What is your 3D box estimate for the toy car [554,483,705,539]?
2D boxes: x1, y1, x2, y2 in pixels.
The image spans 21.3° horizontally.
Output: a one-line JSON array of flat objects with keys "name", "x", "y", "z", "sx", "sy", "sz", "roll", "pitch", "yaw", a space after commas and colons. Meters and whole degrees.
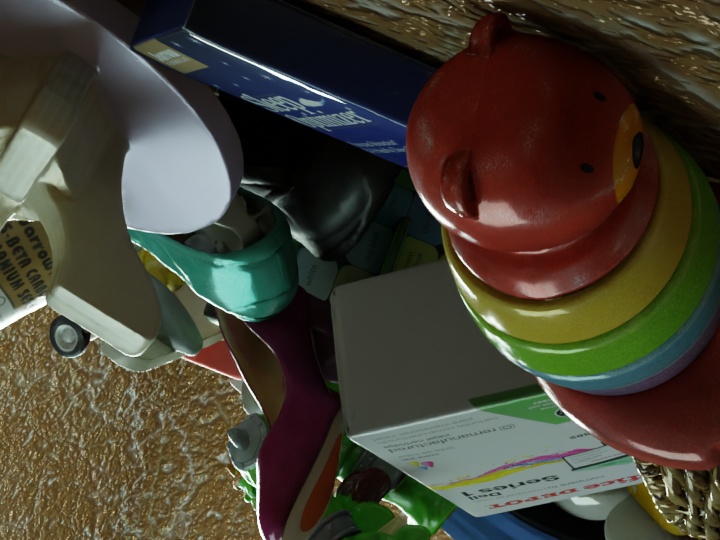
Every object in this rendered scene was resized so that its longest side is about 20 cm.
[{"name": "toy car", "x": 0.193, "y": 0.082, "z": 1.204, "sx": 0.149, "sy": 0.177, "sz": 0.200, "roll": -21, "pitch": -151, "yaw": -17}]

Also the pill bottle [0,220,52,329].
[{"name": "pill bottle", "x": -0.205, "y": -0.034, "z": 1.123, "sx": 0.115, "sy": 0.199, "sz": 0.114, "roll": 59, "pitch": 174, "yaw": 11}]

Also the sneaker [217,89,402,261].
[{"name": "sneaker", "x": -0.046, "y": -0.059, "z": 1.031, "sx": 0.090, "sy": 0.076, "sz": 0.199, "roll": 33, "pitch": 167, "yaw": -26}]

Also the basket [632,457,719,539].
[{"name": "basket", "x": 0.163, "y": 0.051, "z": 0.899, "sx": 0.148, "sy": 0.144, "sz": 0.200, "roll": 19, "pitch": 176, "yaw": 23}]

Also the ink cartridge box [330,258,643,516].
[{"name": "ink cartridge box", "x": 0.089, "y": 0.059, "z": 1.008, "sx": 0.143, "sy": 0.085, "sz": 0.200, "roll": -14, "pitch": 157, "yaw": 18}]

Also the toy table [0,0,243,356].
[{"name": "toy table", "x": -0.161, "y": -0.053, "z": 0.892, "sx": 0.199, "sy": 0.118, "sz": 0.184, "roll": 25, "pitch": 139, "yaw": -3}]

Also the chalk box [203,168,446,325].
[{"name": "chalk box", "x": 0.000, "y": 0.000, "z": 1.157, "sx": 0.123, "sy": 0.126, "sz": 0.200, "roll": 22, "pitch": 177, "yaw": -18}]

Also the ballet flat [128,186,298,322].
[{"name": "ballet flat", "x": -0.112, "y": -0.049, "z": 1.012, "sx": 0.199, "sy": 0.067, "sz": 0.071, "roll": 31, "pitch": 141, "yaw": 20}]

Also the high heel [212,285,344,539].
[{"name": "high heel", "x": -0.053, "y": 0.071, "z": 0.982, "sx": 0.095, "sy": 0.068, "sz": 0.200, "roll": 13, "pitch": -153, "yaw": 4}]

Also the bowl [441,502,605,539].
[{"name": "bowl", "x": 0.116, "y": 0.137, "z": 1.322, "sx": 0.199, "sy": 0.040, "sz": 0.201, "roll": 23, "pitch": -151, "yaw": -14}]

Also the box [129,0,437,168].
[{"name": "box", "x": -0.025, "y": -0.086, "z": 0.824, "sx": 0.199, "sy": 0.033, "sz": 0.121, "roll": 23, "pitch": 175, "yaw": -17}]

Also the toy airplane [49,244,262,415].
[{"name": "toy airplane", "x": -0.107, "y": 0.014, "z": 1.308, "sx": 0.197, "sy": 0.142, "sz": 0.200, "roll": 5, "pitch": -158, "yaw": -25}]

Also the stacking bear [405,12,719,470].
[{"name": "stacking bear", "x": 0.081, "y": -0.019, "z": 0.718, "sx": 0.113, "sy": 0.122, "sz": 0.200, "roll": 10, "pitch": 162, "yaw": 29}]

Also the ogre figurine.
[{"name": "ogre figurine", "x": -0.008, "y": 0.116, "z": 1.080, "sx": 0.120, "sy": 0.098, "sz": 0.200, "roll": 43, "pitch": -144, "yaw": 7}]
